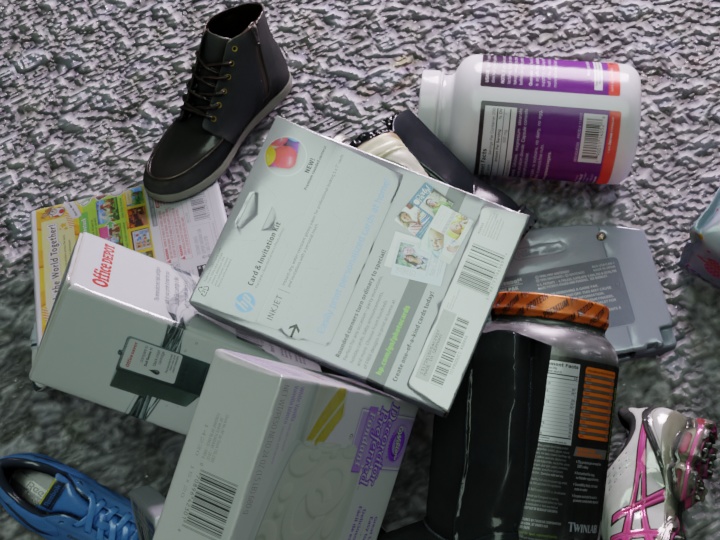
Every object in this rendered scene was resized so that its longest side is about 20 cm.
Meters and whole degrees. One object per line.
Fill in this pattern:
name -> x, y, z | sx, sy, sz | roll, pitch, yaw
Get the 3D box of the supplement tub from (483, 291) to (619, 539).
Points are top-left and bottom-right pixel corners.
supplement tub -> 0.143, 0.123, 0.864 | 0.122, 0.123, 0.200 | 8, 82, 6

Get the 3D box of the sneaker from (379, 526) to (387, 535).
sneaker -> -0.044, 0.201, 0.869 | 0.200, 0.112, 0.073 | 38, 75, 16

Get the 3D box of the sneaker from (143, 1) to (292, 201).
sneaker -> -0.150, -0.164, 1.016 | 0.075, 0.106, 0.200 | 24, 63, 27

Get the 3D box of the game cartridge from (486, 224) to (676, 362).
game cartridge -> 0.172, 0.027, 0.970 | 0.200, 0.040, 0.133 | -10, 71, -1

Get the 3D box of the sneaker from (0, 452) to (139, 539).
sneaker -> -0.224, 0.212, 0.895 | 0.200, 0.078, 0.066 | 24, 69, 11

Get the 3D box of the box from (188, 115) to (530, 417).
box -> 0.000, -0.004, 0.769 | 0.200, 0.041, 0.156 | 22, 78, 6

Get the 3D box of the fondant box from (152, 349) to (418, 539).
fondant box -> -0.044, 0.141, 0.723 | 0.058, 0.200, 0.144 | 16, 87, 29

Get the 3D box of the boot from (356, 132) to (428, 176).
boot -> 0.000, 0.000, 0.825 | 0.200, 0.072, 0.155 | -37, 72, -17

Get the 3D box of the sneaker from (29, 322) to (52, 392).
sneaker -> -0.199, 0.085, 0.958 | 0.200, 0.073, 0.071 | 2, 86, 9

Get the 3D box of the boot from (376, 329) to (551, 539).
boot -> 0.060, 0.145, 0.805 | 0.165, 0.066, 0.200 | -1, 81, 38

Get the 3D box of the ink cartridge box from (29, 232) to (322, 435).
ink cartridge box -> -0.142, 0.058, 0.825 | 0.200, 0.147, 0.083 | 23, 101, -15

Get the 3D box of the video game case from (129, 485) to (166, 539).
video game case -> -0.135, 0.256, 0.781 | 0.022, 0.200, 0.182 | -12, 87, -18

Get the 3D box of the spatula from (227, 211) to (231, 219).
spatula -> -0.073, 0.036, 0.922 | 0.056, 0.021, 0.200 | -1, 111, 20

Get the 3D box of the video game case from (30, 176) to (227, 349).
video game case -> -0.205, -0.006, 0.969 | 0.182, 0.023, 0.200 | -14, 46, -6

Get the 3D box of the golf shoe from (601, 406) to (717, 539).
golf shoe -> 0.227, 0.207, 0.881 | 0.092, 0.073, 0.200 | 12, 63, 30

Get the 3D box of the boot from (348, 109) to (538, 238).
boot -> 0.039, -0.034, 0.918 | 0.168, 0.076, 0.200 | 38, 59, 5

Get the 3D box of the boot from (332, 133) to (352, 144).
boot -> -0.003, -0.013, 0.980 | 0.154, 0.073, 0.204 | 23, 73, 8

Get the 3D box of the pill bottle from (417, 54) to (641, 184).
pill bottle -> 0.155, -0.143, 0.998 | 0.200, 0.112, 0.113 | 5, 68, 6

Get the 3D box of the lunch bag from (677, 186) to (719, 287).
lunch bag -> 0.409, -0.054, 0.943 | 0.170, 0.127, 0.200 | 32, 83, 17
